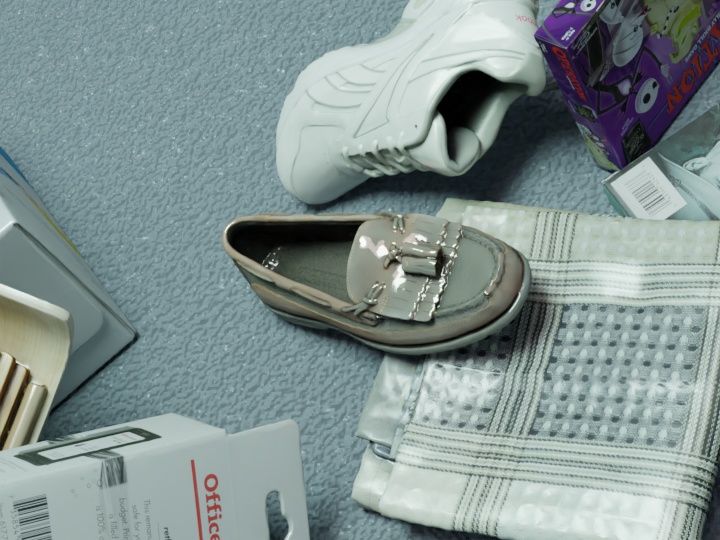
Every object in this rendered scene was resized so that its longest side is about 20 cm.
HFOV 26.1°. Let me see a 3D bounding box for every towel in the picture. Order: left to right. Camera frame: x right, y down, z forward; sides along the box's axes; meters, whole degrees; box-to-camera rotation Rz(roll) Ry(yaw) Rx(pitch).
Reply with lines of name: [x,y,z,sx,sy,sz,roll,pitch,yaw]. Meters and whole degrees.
towel: [0.097,0.050,0.808,0.199,0.035,0.194,5,67,32]

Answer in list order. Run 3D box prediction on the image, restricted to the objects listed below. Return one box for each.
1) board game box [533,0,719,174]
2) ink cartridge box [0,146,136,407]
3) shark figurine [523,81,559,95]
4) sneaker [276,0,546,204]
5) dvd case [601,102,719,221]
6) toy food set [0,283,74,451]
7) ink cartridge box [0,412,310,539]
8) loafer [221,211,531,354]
board game box: [0.181,-0.163,0.862,0.032,0.120,0.200,31,76,35]
ink cartridge box: [-0.266,-0.006,0.951,0.146,0.146,0.200,-40,54,-3]
shark figurine: [0.162,-0.183,0.928,0.089,0.127,0.216,17,85,58]
sneaker: [0.024,-0.086,0.885,0.200,0.078,0.100,-38,48,34]
dvd case: [0.247,-0.052,0.825,0.199,0.022,0.146,-34,52,1]
toy food set: [-0.247,0.090,0.794,0.142,0.060,0.202,19,81,5]
ink cartridge box: [-0.125,0.142,0.780,0.068,0.199,0.117,8,105,56]
loafer: [0.000,0.000,0.847,0.199,0.063,0.072,3,64,46]
